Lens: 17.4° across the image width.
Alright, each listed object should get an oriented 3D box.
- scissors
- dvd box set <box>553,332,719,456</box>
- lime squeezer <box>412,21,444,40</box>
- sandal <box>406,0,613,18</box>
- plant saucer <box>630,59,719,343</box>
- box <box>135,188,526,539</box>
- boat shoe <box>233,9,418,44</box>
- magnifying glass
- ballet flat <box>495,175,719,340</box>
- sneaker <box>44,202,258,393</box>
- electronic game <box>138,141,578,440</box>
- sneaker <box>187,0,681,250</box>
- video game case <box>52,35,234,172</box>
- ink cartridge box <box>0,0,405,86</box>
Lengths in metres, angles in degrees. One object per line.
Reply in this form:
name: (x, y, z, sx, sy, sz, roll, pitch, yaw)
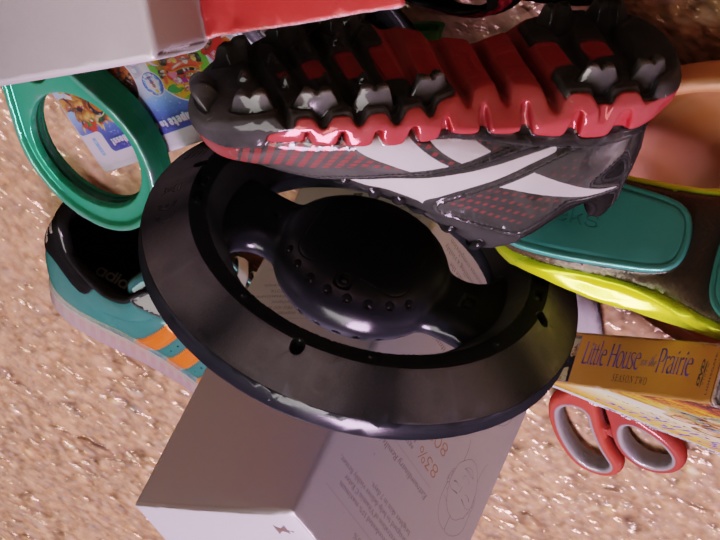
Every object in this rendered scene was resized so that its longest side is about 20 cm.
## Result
scissors: (0.111, 0.045, 1.191, 0.073, 0.014, 0.200, 6, 144, 33)
dvd box set: (0.179, 0.066, 1.058, 0.146, 0.030, 0.200, 22, 174, -16)
lime squeezer: (-0.064, -0.120, 1.060, 0.199, 0.038, 0.071, 25, 151, 6)
sandal: (0.027, -0.133, 0.969, 0.199, 0.045, 0.075, 10, 144, 26)
plant saucer: (0.185, -0.023, 1.019, 0.199, 0.038, 0.201, 19, 146, 13)
box: (-0.001, 0.071, 1.134, 0.097, 0.201, 0.125, -1, 138, 37)
boat shoe: (-0.019, -0.110, 0.963, 0.056, 0.069, 0.200, 12, 155, 42)
magnifying glass: (-0.154, -0.103, 1.077, 0.079, 0.022, 0.201, -11, 117, 46)
ballet flat: (0.149, -0.001, 0.997, 0.199, 0.067, 0.067, 17, 168, 21)
sneaker: (-0.081, 0.020, 1.241, 0.199, 0.072, 0.080, 20, 152, 13)
electronic game: (0.000, 0.000, 1.040, 0.199, 0.200, 0.042, 23, 129, 6)
sneaker: (0.028, -0.052, 0.939, 0.199, 0.071, 0.098, -4, 130, -17)
video game case: (-0.123, -0.142, 1.045, 0.143, 0.018, 0.201, -14, 115, 46)
ink cartridge box: (-0.087, -0.178, 0.868, 0.175, 0.045, 0.201, -7, 100, 29)
